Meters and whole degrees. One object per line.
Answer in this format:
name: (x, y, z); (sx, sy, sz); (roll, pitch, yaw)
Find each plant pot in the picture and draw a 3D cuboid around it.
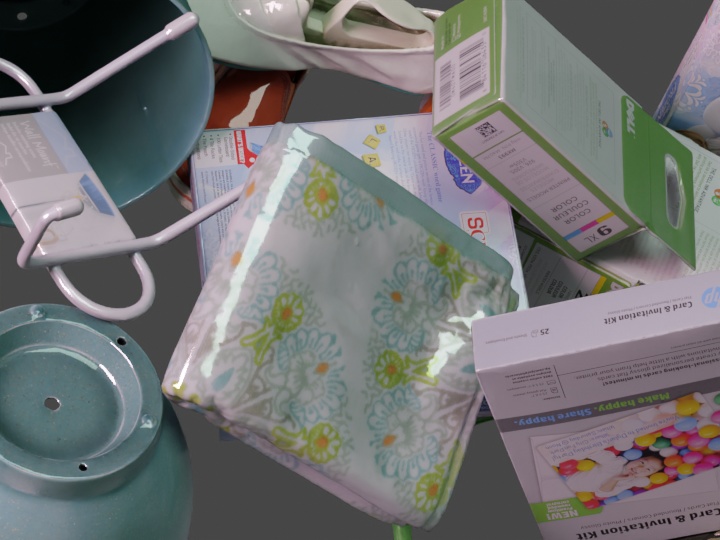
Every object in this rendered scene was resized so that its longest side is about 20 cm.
plant pot: (-0.201, -0.154, 1.675); (0.199, 0.202, 0.162); (3, 39, -18)
plant pot: (-0.181, 0.104, 1.503); (0.199, 0.135, 0.201); (10, 50, -12)

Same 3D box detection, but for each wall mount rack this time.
wall mount rack: (-0.145, -0.072, 1.536); (0.173, 0.075, 0.201); (-12, 59, -41)

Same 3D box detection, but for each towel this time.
towel: (-0.004, 0.035, 1.535); (0.199, 0.048, 0.172); (32, 68, -31)

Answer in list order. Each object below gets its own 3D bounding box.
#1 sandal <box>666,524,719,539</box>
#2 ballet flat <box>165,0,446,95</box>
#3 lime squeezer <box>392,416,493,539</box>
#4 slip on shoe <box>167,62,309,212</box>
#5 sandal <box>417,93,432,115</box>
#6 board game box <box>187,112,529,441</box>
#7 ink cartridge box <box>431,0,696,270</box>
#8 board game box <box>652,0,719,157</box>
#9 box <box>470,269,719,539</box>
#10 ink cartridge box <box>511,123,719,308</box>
sandal: (0.194, 0.221, 1.596); (0.079, 0.058, 0.201); (11, 53, 43)
ballet flat: (-0.026, -0.163, 1.746); (0.198, 0.070, 0.070); (10, 49, -20)
lime squeezer: (0.051, 0.117, 1.640); (0.070, 0.038, 0.200); (32, 47, 9)
slip on shoe: (-0.075, -0.112, 1.768); (0.074, 0.061, 0.201); (25, 49, -1)
sandal: (0.070, -0.064, 1.775); (0.059, 0.079, 0.208); (23, 58, -19)
board game box: (0.000, 0.000, 1.660); (0.198, 0.041, 0.201); (-4, 62, -7)
ink cartridge box: (0.129, -0.079, 1.689); (0.200, 0.059, 0.104); (38, 39, -33)
board game box: (0.310, -0.107, 1.810); (0.198, 0.200, 0.044); (14, 48, -7)
box: (0.162, 0.087, 1.564); (0.155, 0.201, 0.041); (-11, 50, 11)
ink cartridge box: (0.192, -0.016, 1.777); (0.199, 0.076, 0.148); (28, 48, 2)
